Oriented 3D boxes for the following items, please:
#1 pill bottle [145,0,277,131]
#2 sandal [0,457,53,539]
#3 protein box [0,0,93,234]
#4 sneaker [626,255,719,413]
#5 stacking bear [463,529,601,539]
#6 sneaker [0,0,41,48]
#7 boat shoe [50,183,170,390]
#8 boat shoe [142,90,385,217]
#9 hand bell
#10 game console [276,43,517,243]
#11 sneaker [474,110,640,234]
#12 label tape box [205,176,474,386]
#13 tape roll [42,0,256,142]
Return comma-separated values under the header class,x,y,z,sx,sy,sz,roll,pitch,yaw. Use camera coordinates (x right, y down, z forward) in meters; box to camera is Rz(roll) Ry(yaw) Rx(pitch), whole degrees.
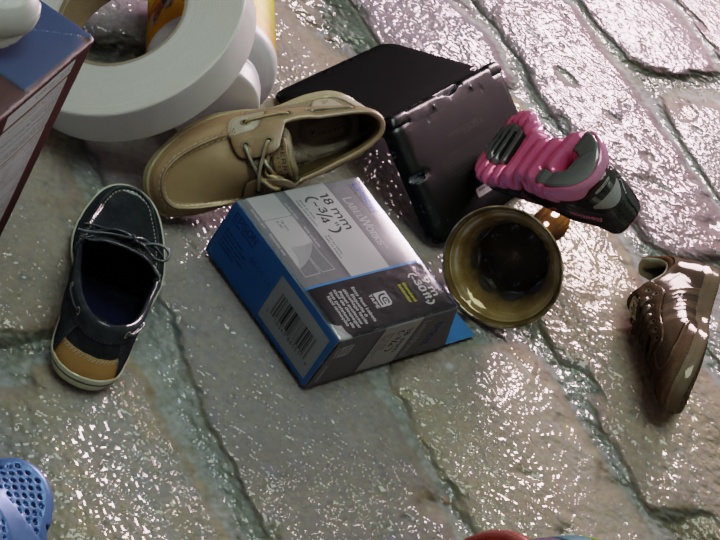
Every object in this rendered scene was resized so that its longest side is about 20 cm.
class,x,y,z,sx,sy,sz,roll,pitch,yaw
pill bottle,-0.125,-0.200,1.435,0.109,0.109,0.200,18,40,-21
sandal,-0.237,0.162,0.971,0.079,0.087,0.200,37,35,6
protein box,-0.316,-0.107,1.110,0.198,0.200,0.135,35,37,0
sneaker,0.265,0.054,1.506,0.075,0.071,0.200,17,33,8
stacking bear,0.166,0.241,1.179,0.199,0.114,0.122,12,42,-34
sneaker,-0.277,-0.194,1.003,0.199,0.081,0.077,20,38,-21
boat shoe,-0.173,-0.001,1.220,0.074,0.062,0.200,23,37,-12
boat shoe,-0.075,-0.093,1.340,0.200,0.071,0.064,-25,23,-24
hand bell,0.151,-0.026,1.495,0.104,0.104,0.200,40,24,7
game console,0.048,-0.121,1.556,0.200,0.116,0.176,-33,102,-51
sneaker,0.169,-0.076,1.457,0.095,0.079,0.200,37,-1,-26
label tape box,0.000,0.000,1.348,0.200,0.063,0.144,-14,59,-45
tape roll,-0.181,-0.192,1.344,0.202,0.037,0.203,-6,58,10
